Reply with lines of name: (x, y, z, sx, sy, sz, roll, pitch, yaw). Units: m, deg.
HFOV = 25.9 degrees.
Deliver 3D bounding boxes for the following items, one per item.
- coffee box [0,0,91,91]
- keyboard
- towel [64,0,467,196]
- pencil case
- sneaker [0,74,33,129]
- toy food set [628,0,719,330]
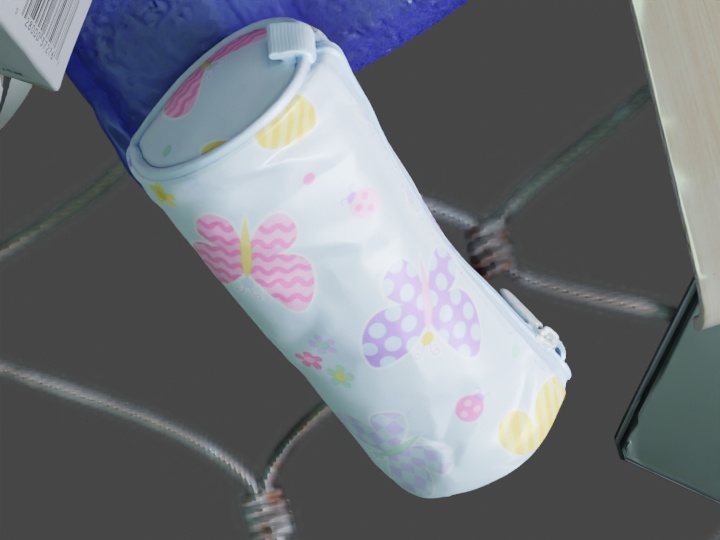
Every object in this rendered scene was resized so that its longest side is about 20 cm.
coffee box: (-0.122, -0.177, 0.512, 0.112, 0.080, 0.202, 17, 79, 9)
keyboard: (0.201, 0.018, 0.655, 0.126, 0.021, 0.202, 25, 112, 1)
towel: (-0.042, -0.137, 0.599, 0.199, 0.050, 0.148, -30, 109, 16)
pencil case: (0.000, 0.000, 0.601, 0.090, 0.084, 0.200, -21, 125, 30)
sneaker: (-0.192, -0.019, 0.598, 0.075, 0.116, 0.202, 29, 127, 1)
toy food set: (0.171, -0.090, 0.591, 0.142, 0.060, 0.202, -16, 102, 1)
